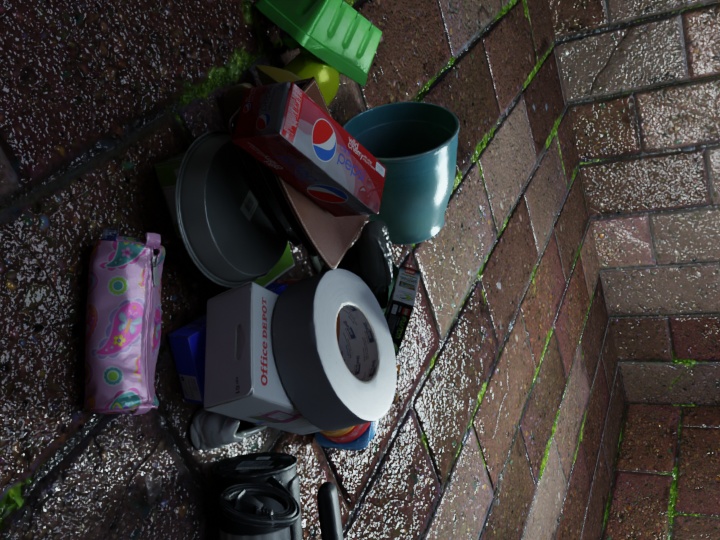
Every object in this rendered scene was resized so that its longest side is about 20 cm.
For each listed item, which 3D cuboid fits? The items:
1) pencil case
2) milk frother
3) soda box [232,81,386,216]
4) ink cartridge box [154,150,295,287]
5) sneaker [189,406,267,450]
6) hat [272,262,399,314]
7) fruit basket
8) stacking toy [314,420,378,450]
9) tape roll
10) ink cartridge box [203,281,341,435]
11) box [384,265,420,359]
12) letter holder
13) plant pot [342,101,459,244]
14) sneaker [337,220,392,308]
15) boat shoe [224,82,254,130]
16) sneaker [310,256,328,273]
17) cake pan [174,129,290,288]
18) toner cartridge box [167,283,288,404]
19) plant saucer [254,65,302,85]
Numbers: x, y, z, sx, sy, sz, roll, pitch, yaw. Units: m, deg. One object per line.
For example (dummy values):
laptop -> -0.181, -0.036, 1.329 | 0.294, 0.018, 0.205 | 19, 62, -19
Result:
pencil case -> -0.265, 0.059, 0.800 | 0.087, 0.086, 0.204 | 13, 76, -57
milk frother -> -0.129, 0.351, 0.898 | 0.199, 0.178, 0.192 | -3, 88, -62
soda box -> -0.051, -0.129, 0.793 | 0.199, 0.069, 0.064 | 34, 63, -52
ink cartridge box -> -0.179, -0.072, 0.969 | 0.148, 0.075, 0.203 | -40, 122, -54
sneaker -> -0.146, 0.192, 0.989 | 0.200, 0.079, 0.072 | -36, 115, -56
hat -> -0.039, 0.067, 1.102 | 0.176, 0.197, 0.169 | -38, 129, -58
fruit basket -> -0.079, -0.347, 1.145 | 0.214, 0.156, 0.217 | -33, 150, -22
stacking toy -> -0.057, 0.197, 1.098 | 0.200, 0.108, 0.118 | 46, 49, -51
tape roll -> -0.029, 0.102, 0.921 | 0.200, 0.065, 0.203 | 41, 39, -46
ink cartridge box -> -0.108, 0.121, 0.923 | 0.199, 0.084, 0.147 | 33, 45, -51
box -> 0.043, 0.106, 1.073 | 0.110, 0.034, 0.203 | -70, 177, -61
letter holder -> -0.085, -0.111, 0.892 | 0.202, 0.099, 0.143 | 63, 40, -34
plant pot -> 0.074, -0.156, 1.205 | 0.201, 0.197, 0.190 | -57, 147, -45
sneaker -> 0.000, 0.000, 1.004 | 0.201, 0.089, 0.077 | 94, -7, -58
boat shoe -> -0.140, -0.194, 1.061 | 0.067, 0.073, 0.202 | -72, 147, -49
sneaker -> -0.041, -0.072, 1.188 | 0.076, 0.086, 0.203 | -37, 119, -56
cake pan -> -0.153, -0.080, 0.903 | 0.199, 0.036, 0.204 | 11, 78, -58
toner cartridge box -> -0.168, 0.095, 0.976 | 0.199, 0.043, 0.097 | -30, 116, -51
plant saucer -> -0.077, -0.206, 1.043 | 0.202, 0.048, 0.200 | 66, -8, -30
